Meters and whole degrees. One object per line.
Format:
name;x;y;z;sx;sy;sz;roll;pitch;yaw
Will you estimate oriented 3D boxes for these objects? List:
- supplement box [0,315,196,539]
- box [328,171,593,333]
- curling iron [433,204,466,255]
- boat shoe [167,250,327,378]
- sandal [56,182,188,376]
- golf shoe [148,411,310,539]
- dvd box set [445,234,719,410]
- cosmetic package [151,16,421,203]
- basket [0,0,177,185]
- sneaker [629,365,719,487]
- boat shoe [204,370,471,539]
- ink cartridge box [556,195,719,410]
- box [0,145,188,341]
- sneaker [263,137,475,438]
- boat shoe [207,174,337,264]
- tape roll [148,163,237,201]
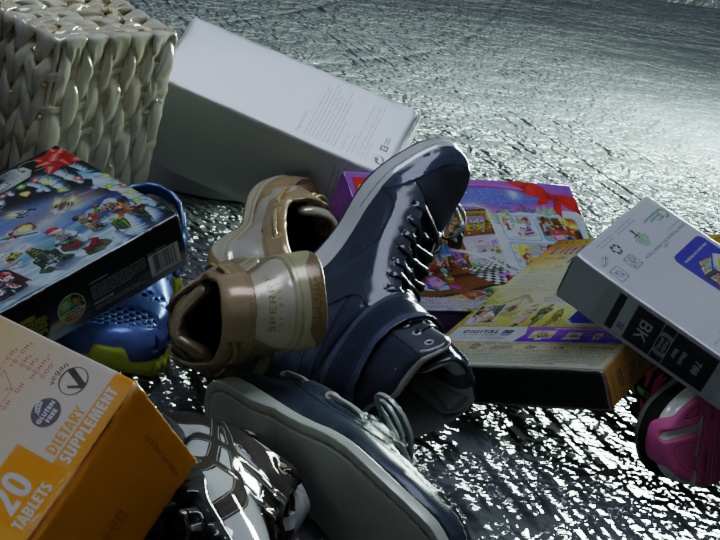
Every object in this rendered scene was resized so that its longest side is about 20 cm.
supplement box;-0.189;0.077;0.617;0.200;0.074;0.126;21;66;28
box;0.088;-0.009;1.081;0.199;0.039;0.137;2;48;-24
curling iron;0.000;0.000;0.988;0.200;0.026;0.050;-34;58;-30
boat shoe;-0.081;0.025;0.831;0.064;0.071;0.200;-5;-9;-22
sandal;-0.150;0.003;0.931;0.079;0.087;0.200;10;21;-8
golf shoe;-0.057;0.115;0.673;0.094;0.078;0.200;2;22;-26
dvd box set;0.145;0.030;0.953;0.146;0.029;0.200;-1;24;39
cosmetic package;-0.066;-0.108;1.170;0.200;0.113;0.081;26;55;3
basket;-0.226;-0.101;1.017;0.123;0.200;0.135;27;24;28
sneaker;0.202;0.080;0.929;0.087;0.074;0.200;13;19;27
boat shoe;-0.006;0.101;0.752;0.062;0.075;0.200;-18;23;-34
ink cartridge box;0.224;0.039;0.861;0.200;0.039;0.099;36;41;19
box;-0.221;0.002;0.849;0.200;0.040;0.137;-32;41;-30
sneaker;0.037;0.013;0.903;0.146;0.077;0.202;27;69;40
boat shoe;-0.048;-0.023;1.050;0.069;0.074;0.200;-13;20;17
tape roll;-0.128;-0.125;1.336;0.200;0.066;0.200;9;19;-3
